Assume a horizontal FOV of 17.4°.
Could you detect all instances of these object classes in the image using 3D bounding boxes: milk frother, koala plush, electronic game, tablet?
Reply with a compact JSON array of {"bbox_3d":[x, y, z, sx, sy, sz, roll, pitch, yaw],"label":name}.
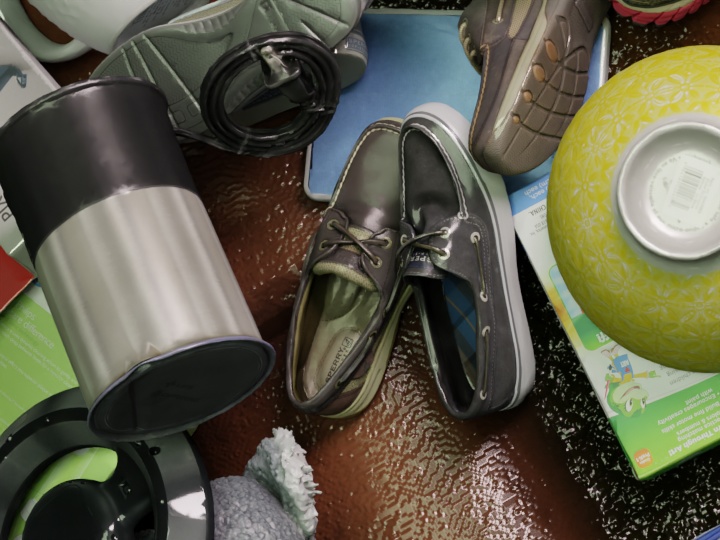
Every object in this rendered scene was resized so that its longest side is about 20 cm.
[{"bbox_3d":[-0.090,-0.026,1.405,0.200,0.180,0.189,-35,66,24],"label":"milk frother"},{"bbox_3d":[-0.057,0.209,1.468,0.177,0.184,0.200,-35,62,11],"label":"koala plush"},{"bbox_3d":[-0.175,0.169,1.465,0.199,0.042,0.201,-10,70,29],"label":"electronic game"},{"bbox_3d":[0.062,-0.106,1.538,0.199,0.014,0.131,3,84,18],"label":"tablet"}]

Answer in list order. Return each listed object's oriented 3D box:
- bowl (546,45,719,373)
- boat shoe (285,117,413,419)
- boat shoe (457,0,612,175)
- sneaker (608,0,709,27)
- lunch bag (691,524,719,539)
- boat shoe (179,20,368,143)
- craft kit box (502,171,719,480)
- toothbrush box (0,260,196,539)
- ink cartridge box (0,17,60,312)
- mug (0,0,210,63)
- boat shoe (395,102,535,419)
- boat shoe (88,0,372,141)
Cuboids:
[{"bbox_3d":[0.198,-0.041,1.382,0.199,0.108,0.201,-1,85,15],"label":"bowl"},{"bbox_3d":[0.000,0.000,1.511,0.073,0.065,0.201,13,94,18],"label":"boat shoe"},{"bbox_3d":[0.103,-0.142,1.479,0.073,0.075,0.200,4,54,31],"label":"boat shoe"},{"bbox_3d":[0.241,-0.221,1.449,0.200,0.075,0.081,-34,73,-3],"label":"sneaker"},{"bbox_3d":[0.238,0.255,1.403,0.160,0.076,0.200,-32,73,15],"label":"lunch bag"},{"bbox_3d":[-0.088,-0.139,1.567,0.200,0.070,0.072,-16,65,21],"label":"boat shoe"},{"bbox_3d":[0.217,-0.002,1.450,0.200,0.049,0.198,-28,76,12],"label":"craft kit box"},{"bbox_3d":[-0.200,0.096,1.564,0.145,0.086,0.200,35,96,20],"label":"toothbrush box"},{"bbox_3d":[-0.267,-0.066,1.558,0.176,0.045,0.200,-43,57,1],"label":"ink cartridge box"},{"bbox_3d":[-0.191,-0.224,1.584,0.176,0.147,0.200,55,132,9],"label":"mug"},{"bbox_3d":[0.053,-0.002,1.468,0.070,0.066,0.201,-1,106,42],"label":"boat shoe"},{"bbox_3d":[-0.083,-0.138,1.497,0.202,0.065,0.075,-28,91,20],"label":"boat shoe"}]
